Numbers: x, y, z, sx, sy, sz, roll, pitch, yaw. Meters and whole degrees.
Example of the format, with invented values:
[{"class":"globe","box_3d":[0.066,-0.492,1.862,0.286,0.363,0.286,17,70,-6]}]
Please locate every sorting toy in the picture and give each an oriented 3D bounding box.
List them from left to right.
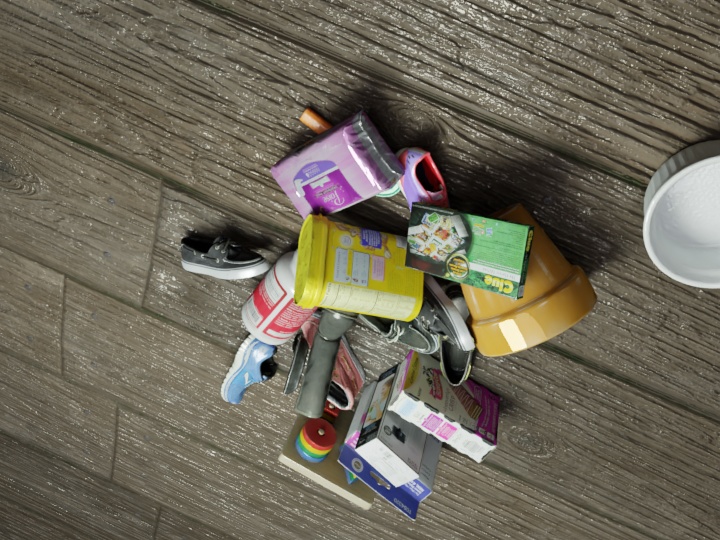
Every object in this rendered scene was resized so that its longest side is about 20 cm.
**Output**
[{"class":"sorting toy","box_3d":[-0.034,0.336,1.232,0.199,0.199,0.070,30,120,-2]}]

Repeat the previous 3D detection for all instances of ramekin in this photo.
[{"class":"ramekin","box_3d":[0.501,-0.084,0.868,0.199,0.098,0.201,7,122,12]}]

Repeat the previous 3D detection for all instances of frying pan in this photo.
[{"class":"frying pan","box_3d":[-0.123,0.179,1.158,0.031,0.190,0.116,17,80,-4]}]

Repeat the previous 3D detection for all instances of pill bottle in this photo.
[{"class":"pill bottle","box_3d":[-0.125,0.039,1.129,0.112,0.112,0.200,38,124,-8]}]

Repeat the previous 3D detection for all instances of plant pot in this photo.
[{"class":"plant pot","box_3d":[0.234,0.004,0.962,0.200,0.200,0.184,-27,95,29]}]

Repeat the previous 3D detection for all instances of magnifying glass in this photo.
[{"class":"magnifying glass","box_3d":[-0.012,-0.194,1.007,0.200,0.022,0.080,37,125,-6]}]

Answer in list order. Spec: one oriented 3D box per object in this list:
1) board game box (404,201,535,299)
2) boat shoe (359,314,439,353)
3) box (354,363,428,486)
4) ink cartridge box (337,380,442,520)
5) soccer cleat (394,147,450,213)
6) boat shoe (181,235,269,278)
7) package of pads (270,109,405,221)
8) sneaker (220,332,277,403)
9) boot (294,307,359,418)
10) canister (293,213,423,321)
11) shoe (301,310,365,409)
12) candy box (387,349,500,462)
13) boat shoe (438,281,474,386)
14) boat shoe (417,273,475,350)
[{"class":"board game box","box_3d":[0.153,-0.033,0.902,0.199,0.023,0.105,19,106,39]},{"class":"boat shoe","box_3d":[0.057,0.101,1.135,0.199,0.071,0.072,33,124,-4]},{"class":"box","box_3d":[0.072,0.289,1.169,0.117,0.200,0.060,44,124,-14]},{"class":"ink cartridge box","box_3d":[0.067,0.346,1.205,0.196,0.200,0.043,40,124,-10]},{"class":"soccer cleat","box_3d":[0.115,-0.102,0.983,0.073,0.068,0.201,16,135,62]},{"class":"boat shoe","box_3d":[-0.256,-0.032,1.136,0.199,0.070,0.067,9,119,35]},{"class":"package of pads","box_3d":[-0.038,-0.159,0.975,0.199,0.076,0.121,-17,115,45]},{"class":"sneaker","box_3d":[-0.230,0.218,1.293,0.089,0.079,0.200,30,124,1]},{"class":"boot","box_3d":[-0.067,0.160,1.094,0.072,0.182,0.201,22,80,0]},{"class":"canister","box_3d":[0.000,0.000,1.012,0.199,0.149,0.087,11,157,-18]},{"class":"shoe","box_3d":[-0.062,0.176,1.206,0.071,0.091,0.201,-22,112,27]},{"class":"candy box","box_3d":[0.161,0.247,1.154,0.199,0.137,0.061,30,123,-3]},{"class":"boat shoe","box_3d":[0.177,0.118,1.115,0.071,0.061,0.202,2,121,16]},{"class":"boat shoe","box_3d":[0.123,0.073,1.021,0.066,0.200,0.070,-29,128,0]}]
